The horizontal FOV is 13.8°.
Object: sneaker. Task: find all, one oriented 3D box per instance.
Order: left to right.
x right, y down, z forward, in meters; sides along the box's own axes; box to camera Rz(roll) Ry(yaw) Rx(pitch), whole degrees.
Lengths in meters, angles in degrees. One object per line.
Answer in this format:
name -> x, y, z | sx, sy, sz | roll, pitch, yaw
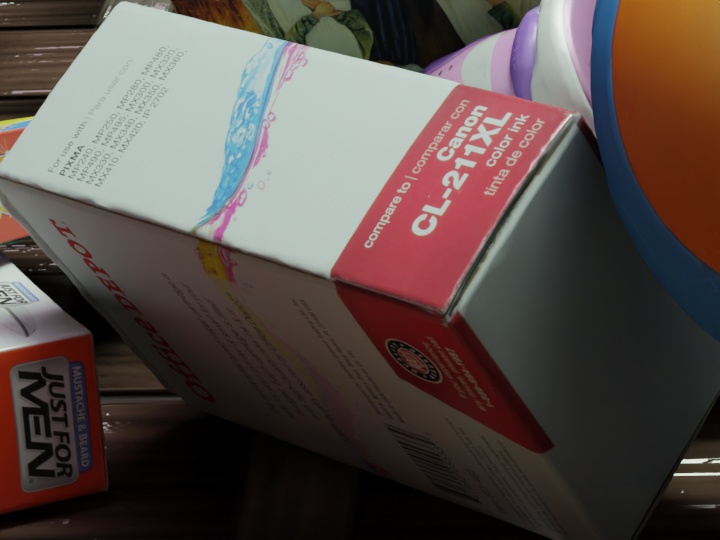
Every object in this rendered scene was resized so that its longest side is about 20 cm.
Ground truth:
sneaker -> 0.083, -0.023, 1.035 | 0.088, 0.200, 0.081 | -15, 50, 27

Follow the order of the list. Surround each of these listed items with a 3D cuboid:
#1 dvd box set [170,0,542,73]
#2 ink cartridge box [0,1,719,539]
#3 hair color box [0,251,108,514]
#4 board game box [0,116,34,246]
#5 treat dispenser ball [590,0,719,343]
dvd box set -> 0.025, -0.066, 1.059 | 0.146, 0.200, 0.029 | -10, 51, 12
ink cartridge box -> 0.000, 0.000, 0.978 | 0.200, 0.146, 0.083 | 18, 66, 39
hair color box -> -0.198, 0.051, 1.010 | 0.200, 0.064, 0.111 | -12, 21, -21
board game box -> -0.178, -0.030, 1.154 | 0.200, 0.040, 0.153 | -6, 6, 34
treat dispenser ball -> 0.166, -0.058, 0.860 | 0.200, 0.201, 0.201 | -2, 21, 1
